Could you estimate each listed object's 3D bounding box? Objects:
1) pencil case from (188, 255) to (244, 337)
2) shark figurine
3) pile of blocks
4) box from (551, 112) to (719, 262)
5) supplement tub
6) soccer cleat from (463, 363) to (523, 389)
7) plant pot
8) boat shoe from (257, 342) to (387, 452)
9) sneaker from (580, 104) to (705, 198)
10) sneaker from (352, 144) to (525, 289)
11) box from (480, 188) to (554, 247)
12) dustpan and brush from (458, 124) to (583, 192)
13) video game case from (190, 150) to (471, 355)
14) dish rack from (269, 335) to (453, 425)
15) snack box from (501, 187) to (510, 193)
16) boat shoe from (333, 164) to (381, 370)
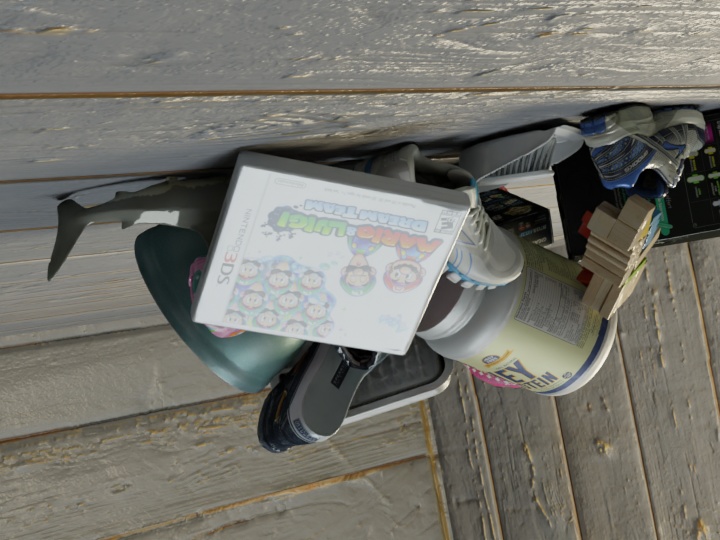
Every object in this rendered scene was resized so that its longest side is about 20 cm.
[{"bbox_3d":[-0.055,-0.007,1.367,0.200,0.087,0.087,-21,174,14],"label":"pencil case"},{"bbox_3d":[-0.159,-0.038,1.318,0.214,0.090,0.128,-11,176,-31],"label":"shark figurine"},{"bbox_3d":[0.247,-0.032,1.475,0.082,0.062,0.200,-50,162,-22],"label":"pile of blocks"},{"bbox_3d":[0.310,-0.087,1.608,0.200,0.124,0.149,-11,177,6],"label":"box"},{"bbox_3d":[0.151,0.037,1.569,0.200,0.145,0.145,22,159,-31],"label":"supplement tub"},{"bbox_3d":[0.127,0.068,1.720,0.070,0.086,0.200,-40,-140,-20],"label":"soccer cleat"},{"bbox_3d":[-0.110,0.004,1.514,0.134,0.200,0.200,-37,171,12],"label":"plant pot"},{"bbox_3d":[-0.038,0.101,1.565,0.091,0.071,0.200,-25,-156,47],"label":"boat shoe"},{"bbox_3d":[0.274,-0.109,1.448,0.077,0.085,0.200,-12,177,38],"label":"sneaker"},{"bbox_3d":[0.090,-0.051,1.414,0.200,0.075,0.087,32,139,-28],"label":"sneaker"},{"bbox_3d":[0.090,-0.041,1.691,0.200,0.046,0.159,-19,-157,-23],"label":"box"},{"bbox_3d":[0.119,-0.091,1.475,0.200,0.057,0.140,-10,177,20],"label":"dustpan and brush"},{"bbox_3d":[-0.028,-0.010,1.295,0.200,0.024,0.182,10,130,-15],"label":"video game case"},{"bbox_3d":[0.000,0.094,1.645,0.200,0.172,0.044,-19,138,7],"label":"dish rack"},{"bbox_3d":[0.085,-0.025,1.854,0.200,0.142,0.053,-13,142,34],"label":"snack box"},{"bbox_3d":[0.000,0.000,1.459,0.071,0.200,0.091,0,-140,18],"label":"boat shoe"}]
